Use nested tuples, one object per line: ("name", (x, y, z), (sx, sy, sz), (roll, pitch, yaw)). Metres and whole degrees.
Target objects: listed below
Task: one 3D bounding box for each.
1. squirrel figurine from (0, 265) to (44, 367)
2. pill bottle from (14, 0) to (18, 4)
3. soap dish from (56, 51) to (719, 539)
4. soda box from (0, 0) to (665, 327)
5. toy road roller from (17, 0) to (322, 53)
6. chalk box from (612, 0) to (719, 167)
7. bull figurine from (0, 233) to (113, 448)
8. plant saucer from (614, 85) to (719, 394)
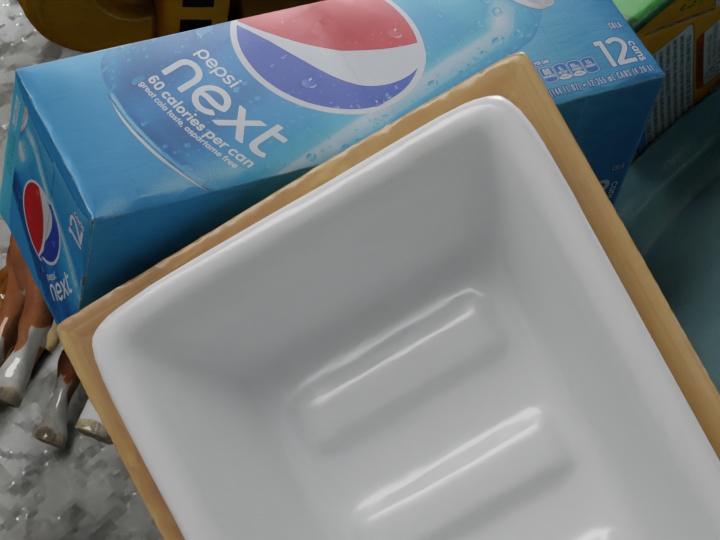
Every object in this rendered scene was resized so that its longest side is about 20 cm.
("squirrel figurine", (-0.245, 0.009, 0.932), (0.141, 0.187, 0.201), (-6, 43, 34))
("pill bottle", (-0.113, -0.225, 1.172), (0.113, 0.115, 0.201), (-9, 41, 32))
("soap dish", (0.029, 0.065, 0.649), (0.157, 0.201, 0.081), (-30, -6, 7))
("soda box", (-0.008, -0.040, 0.714), (0.199, 0.068, 0.064), (-16, 57, -25))
("toy road roller", (-0.083, -0.128, 0.925), (0.145, 0.201, 0.124), (-15, 59, -20))
("chalk box", (0.079, -0.159, 0.846), (0.124, 0.125, 0.200), (-38, 68, -6))
("bull figurine", (-0.101, -0.001, 0.853), (0.200, 0.065, 0.122), (149, 143, -76))
("plant saucer", (0.141, -0.012, 0.746), (0.200, 0.027, 0.201), (-36, 24, 18))
